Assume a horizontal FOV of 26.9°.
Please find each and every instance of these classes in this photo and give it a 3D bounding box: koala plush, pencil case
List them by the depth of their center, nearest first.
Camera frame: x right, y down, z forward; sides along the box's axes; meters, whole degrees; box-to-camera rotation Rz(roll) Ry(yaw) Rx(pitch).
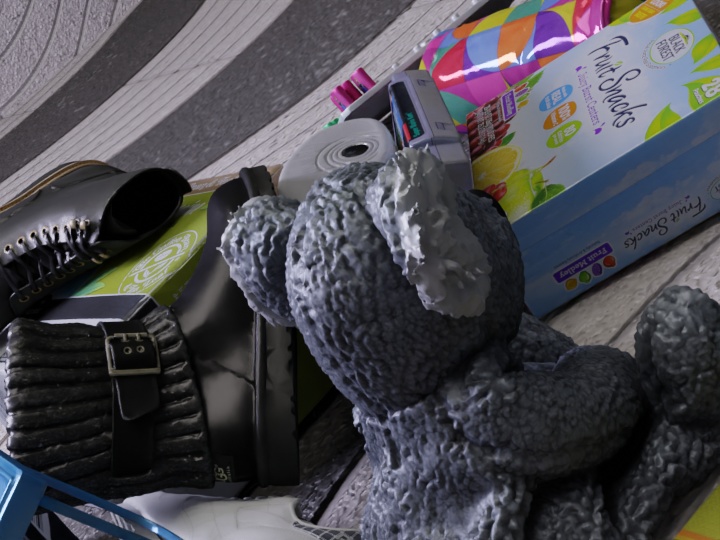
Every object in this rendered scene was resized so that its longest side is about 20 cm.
[{"bbox_3d":[0.037,0.035,0.654,0.184,0.200,0.177,-48,23,-26],"label":"koala plush"},{"bbox_3d":[0.131,-0.153,1.077,0.200,0.088,0.088,-9,34,51],"label":"pencil case"}]

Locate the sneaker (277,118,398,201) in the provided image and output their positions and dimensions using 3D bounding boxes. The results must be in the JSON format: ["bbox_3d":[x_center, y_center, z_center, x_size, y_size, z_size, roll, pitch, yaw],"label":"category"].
[{"bbox_3d":[0.000,0.000,0.890,0.073,0.112,0.200,-14,32,10],"label":"sneaker"}]

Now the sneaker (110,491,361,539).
[{"bbox_3d":[-0.068,0.150,0.789,0.080,0.077,0.200,-33,21,-25],"label":"sneaker"}]

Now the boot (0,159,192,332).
[{"bbox_3d":[-0.211,-0.007,0.961,0.200,0.078,0.138,-48,25,-23],"label":"boot"}]

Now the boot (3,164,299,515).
[{"bbox_3d":[-0.115,0.031,0.827,0.157,0.080,0.212,-4,51,-1],"label":"boot"}]

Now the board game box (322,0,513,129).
[{"bbox_3d":[0.049,-0.179,1.245,0.200,0.026,0.200,-40,-1,-6],"label":"board game box"}]

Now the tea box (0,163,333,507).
[{"bbox_3d":[-0.122,0.048,0.986,0.197,0.134,0.200,-47,22,-26],"label":"tea box"}]

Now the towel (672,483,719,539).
[{"bbox_3d":[0.171,0.095,0.573,0.200,0.018,0.086,-45,27,-21],"label":"towel"}]

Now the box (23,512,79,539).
[{"bbox_3d":[-0.290,0.198,0.924,0.200,0.148,0.104,-39,21,-3],"label":"box"}]

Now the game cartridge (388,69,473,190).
[{"bbox_3d":[0.045,-0.039,0.910,0.038,0.130,0.200,-13,22,0],"label":"game cartridge"}]

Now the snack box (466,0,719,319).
[{"bbox_3d":[0.152,-0.079,0.902,0.168,0.068,0.200,-31,23,17],"label":"snack box"}]

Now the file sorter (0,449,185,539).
[{"bbox_3d":[-0.160,0.190,0.666,0.139,0.122,0.201,8,73,62],"label":"file sorter"}]
